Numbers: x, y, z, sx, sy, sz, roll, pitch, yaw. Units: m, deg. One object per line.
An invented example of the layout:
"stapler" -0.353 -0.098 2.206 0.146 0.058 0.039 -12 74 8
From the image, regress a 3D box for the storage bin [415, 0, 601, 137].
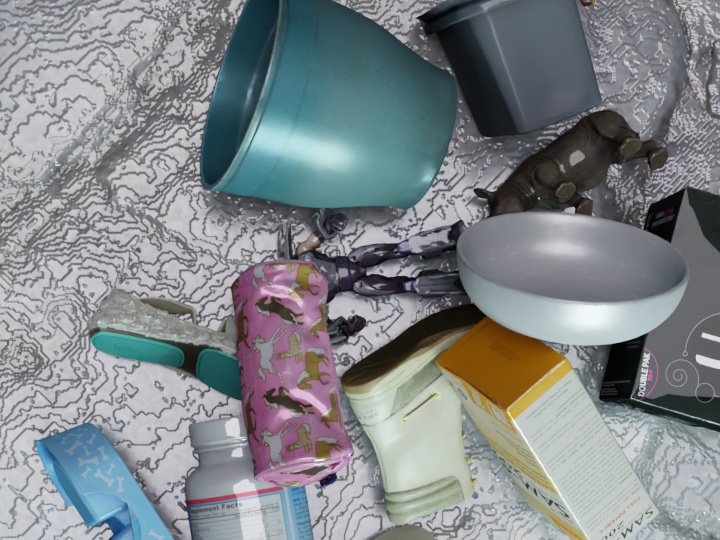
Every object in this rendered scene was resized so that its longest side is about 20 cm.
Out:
"storage bin" 0.150 -0.200 1.425 0.145 0.200 0.134 -21 98 -7

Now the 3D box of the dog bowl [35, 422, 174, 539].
"dog bowl" -0.213 0.223 1.388 0.050 0.111 0.200 -32 87 -21

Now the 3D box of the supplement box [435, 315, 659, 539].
"supplement box" 0.164 0.147 1.373 0.074 0.126 0.200 -40 120 -10

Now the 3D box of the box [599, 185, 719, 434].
"box" 0.325 0.043 1.442 0.148 0.124 0.200 16 84 -4

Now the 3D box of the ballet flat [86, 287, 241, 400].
"ballet flat" -0.149 0.063 1.431 0.200 0.072 0.072 19 83 -4

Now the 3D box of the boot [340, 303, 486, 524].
"boot" 0.080 0.127 1.434 0.200 0.072 0.155 -28 109 -35

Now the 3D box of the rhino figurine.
"rhino figurine" 0.182 -0.084 1.467 0.200 0.087 0.060 -32 127 -6

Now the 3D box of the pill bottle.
"pill bottle" -0.098 0.229 1.393 0.109 0.109 0.200 -9 84 -6

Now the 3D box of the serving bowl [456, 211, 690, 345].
"serving bowl" 0.179 0.014 1.347 0.200 0.200 0.066 2 114 -5

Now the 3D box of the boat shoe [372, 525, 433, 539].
"boat shoe" 0.014 0.313 1.391 0.071 0.063 0.200 4 40 27

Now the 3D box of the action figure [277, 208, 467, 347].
"action figure" 0.000 0.000 1.447 0.200 0.069 0.130 -9 95 -2

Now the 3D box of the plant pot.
"plant pot" -0.023 -0.141 1.405 0.188 0.200 0.200 17 83 -19

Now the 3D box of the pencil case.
"pencil case" -0.060 0.087 1.358 0.086 0.083 0.200 6 62 -34
